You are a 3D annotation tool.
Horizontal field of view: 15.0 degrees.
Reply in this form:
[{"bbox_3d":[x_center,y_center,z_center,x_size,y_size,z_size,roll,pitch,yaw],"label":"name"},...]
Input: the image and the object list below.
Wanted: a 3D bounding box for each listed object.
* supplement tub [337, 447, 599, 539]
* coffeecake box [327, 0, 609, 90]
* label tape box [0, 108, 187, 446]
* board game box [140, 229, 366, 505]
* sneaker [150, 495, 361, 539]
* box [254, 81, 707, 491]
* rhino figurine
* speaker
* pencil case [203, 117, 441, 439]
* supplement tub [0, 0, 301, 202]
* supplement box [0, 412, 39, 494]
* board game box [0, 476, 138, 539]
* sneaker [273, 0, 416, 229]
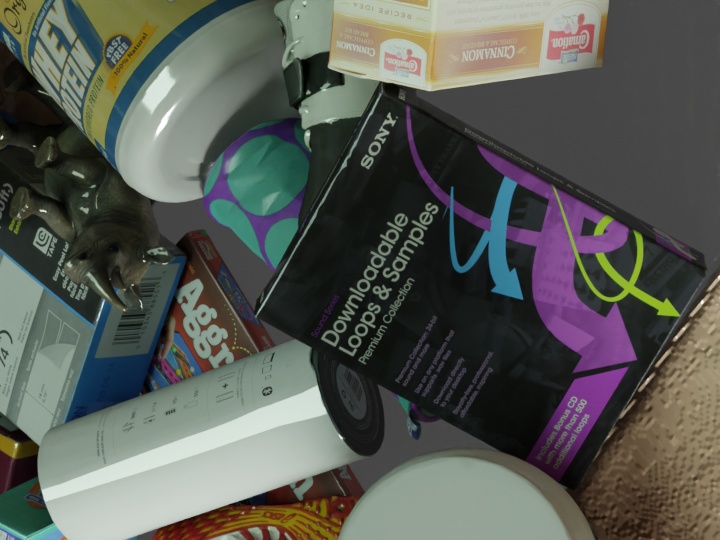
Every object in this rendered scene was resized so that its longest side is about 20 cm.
[{"bbox_3d":[0.060,0.167,1.444,0.140,0.200,0.141,-1,81,8],"label":"supplement tub"},{"bbox_3d":[0.065,-0.202,1.421,0.073,0.153,0.201,16,108,37],"label":"coffeecake box"},{"bbox_3d":[-0.211,0.005,1.732,0.200,0.063,0.145,36,116,36],"label":"label tape box"},{"bbox_3d":[-0.079,0.085,1.683,0.103,0.019,0.200,-44,70,35],"label":"board game box"},{"bbox_3d":[-0.032,0.179,1.623,0.199,0.073,0.077,1,132,35],"label":"sneaker"},{"bbox_3d":[0.063,0.009,1.452,0.200,0.036,0.143,28,104,-4],"label":"box"},{"bbox_3d":[-0.159,-0.043,1.613,0.060,0.087,0.200,-52,37,23],"label":"rhino figurine"},{"bbox_3d":[-0.091,0.100,1.618,0.199,0.081,0.082,-21,84,23],"label":"speaker"},{"bbox_3d":[0.000,0.000,1.558,0.200,0.085,0.093,45,157,26],"label":"pencil case"},{"bbox_3d":[-0.131,-0.153,1.599,0.200,0.144,0.145,47,124,23],"label":"supplement tub"},{"bbox_3d":[-0.249,0.169,1.795,0.110,0.086,0.201,28,115,33],"label":"supplement box"},{"bbox_3d":[-0.206,0.222,1.721,0.045,0.152,0.201,25,112,21],"label":"board game box"},{"bbox_3d":[-0.012,-0.109,1.510,0.088,0.074,0.201,17,79,9],"label":"sneaker"}]
